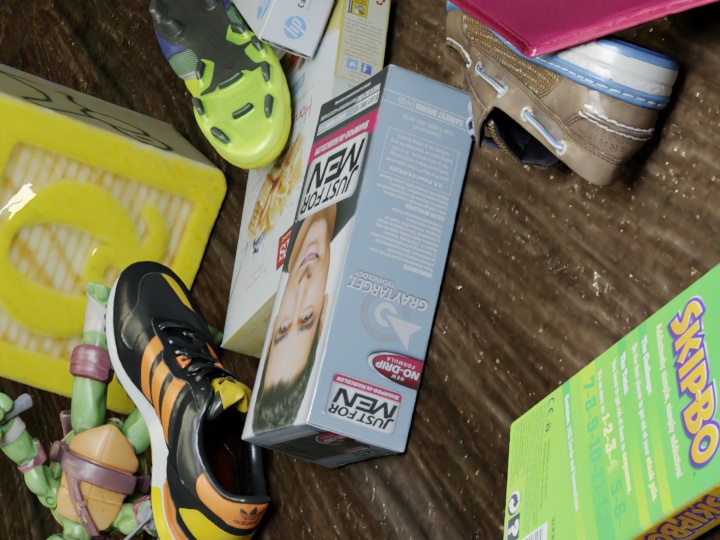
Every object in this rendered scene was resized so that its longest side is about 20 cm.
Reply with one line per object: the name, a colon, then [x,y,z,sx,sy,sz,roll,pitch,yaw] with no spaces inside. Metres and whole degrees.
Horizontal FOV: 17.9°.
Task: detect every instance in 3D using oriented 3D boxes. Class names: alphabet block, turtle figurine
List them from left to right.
alphabet block: [-0.233,-0.030,1.715,0.200,0.194,0.198,-138,67,-70]
turtle figurine: [-0.174,0.111,1.506,0.143,0.200,0.195,15,81,36]

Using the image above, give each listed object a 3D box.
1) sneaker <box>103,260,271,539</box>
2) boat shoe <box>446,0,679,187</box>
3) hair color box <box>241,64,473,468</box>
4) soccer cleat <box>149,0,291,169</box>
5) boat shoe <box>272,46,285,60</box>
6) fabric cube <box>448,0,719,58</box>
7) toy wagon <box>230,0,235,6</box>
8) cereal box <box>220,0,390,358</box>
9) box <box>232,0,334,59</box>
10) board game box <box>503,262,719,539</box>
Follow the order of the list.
sneaker: [-0.095,0.074,1.385,0.090,0.069,0.202,-41,56,46]
boat shoe: [0.080,-0.089,1.091,0.200,0.072,0.073,-139,68,-69]
hair color box: [0.000,0.000,1.246,0.099,0.060,0.202,-22,53,65]
soccer cleat: [-0.078,-0.118,1.466,0.064,0.084,0.201,-34,39,2]
boat shoe: [-0.063,-0.233,1.614,0.071,0.069,0.202,-44,34,49]
fabric cube: [0.093,-0.234,0.933,0.195,0.199,0.201,-12,59,44]
toy wagon: [-0.111,-0.206,1.637,0.155,0.039,0.202,-112,15,-62]
cereal box: [-0.034,-0.061,1.422,0.144,0.039,0.202,135,148,-54]
box: [-0.023,-0.248,1.448,0.156,0.041,0.201,-121,51,-69]
board game box: [0.115,0.070,0.921,0.200,0.030,0.096,132,150,-54]
